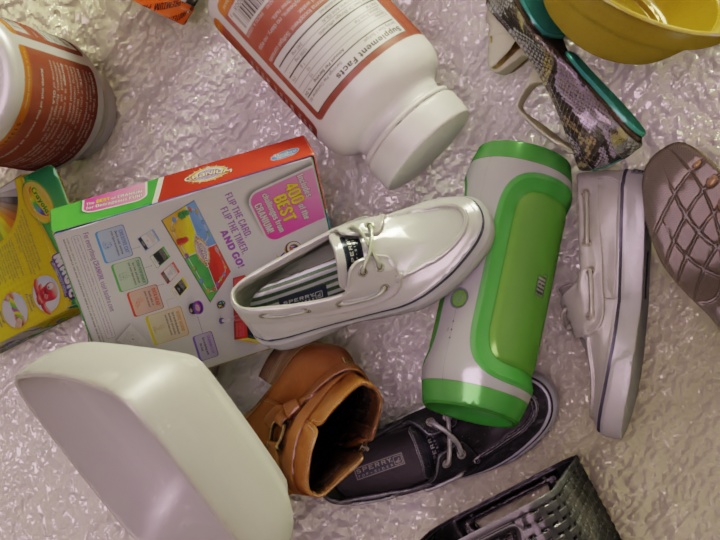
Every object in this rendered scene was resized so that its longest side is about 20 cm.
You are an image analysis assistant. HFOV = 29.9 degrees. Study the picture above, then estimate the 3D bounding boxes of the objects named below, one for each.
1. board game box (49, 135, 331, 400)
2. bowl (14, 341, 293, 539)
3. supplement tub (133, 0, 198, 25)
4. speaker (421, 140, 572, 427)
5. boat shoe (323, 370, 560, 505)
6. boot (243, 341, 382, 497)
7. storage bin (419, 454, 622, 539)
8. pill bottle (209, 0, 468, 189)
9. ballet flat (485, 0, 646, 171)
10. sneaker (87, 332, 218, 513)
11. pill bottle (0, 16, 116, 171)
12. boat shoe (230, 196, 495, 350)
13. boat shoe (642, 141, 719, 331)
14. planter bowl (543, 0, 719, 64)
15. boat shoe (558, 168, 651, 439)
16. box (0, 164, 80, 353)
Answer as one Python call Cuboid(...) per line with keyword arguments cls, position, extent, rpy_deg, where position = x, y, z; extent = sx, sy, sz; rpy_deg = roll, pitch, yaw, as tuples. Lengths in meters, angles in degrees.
Cuboid(cls="board game box", position=(-0.116, -0.001, 1.024), extent=(0.198, 0.040, 0.154), rpy_deg=(-17, 120, -7))
Cuboid(cls="bowl", position=(-0.140, 0.127, 0.965), extent=(0.075, 0.199, 0.201), rpy_deg=(-47, 117, -28))
Cuboid(cls="supplement tub", position=(-0.139, -0.306, 1.063), extent=(0.122, 0.122, 0.201), rpy_deg=(27, 97, 12))
Cuboid(cls="speaker", position=(0.102, 0.010, 1.002), extent=(0.088, 0.088, 0.202), rpy_deg=(10, 76, 14))
Cuboid(cls="boat shoe", position=(0.059, 0.133, 1.043), extent=(0.199, 0.068, 0.072), rpy_deg=(-21, 85, 14))
Cuboid(cls="boot", position=(-0.052, 0.152, 1.024), extent=(0.076, 0.155, 0.201), rpy_deg=(30, 87, -25))
Cuboid(cls="storage bin", position=(0.111, 0.213, 0.962), extent=(0.135, 0.200, 0.094), rpy_deg=(-29, 84, 12))
Cuboid(cls="pill bottle", position=(-0.014, -0.163, 1.031), extent=(0.112, 0.112, 0.200), rpy_deg=(-44, 81, 10))
Cuboid(cls="ballet flat", position=(0.134, -0.157, 1.016), extent=(0.072, 0.072, 0.201), rpy_deg=(-35, 71, 12))
Cuboid(cls="sneaker", position=(-0.153, 0.110, 1.093), extent=(0.099, 0.075, 0.202), rpy_deg=(-21, 85, 14))
Cuboid(cls="pill bottle", position=(-0.271, -0.135, 1.057), extent=(0.111, 0.200, 0.113), rpy_deg=(0, 90, 14))
Cuboid(cls="boat shoe", position=(0.000, 0.000, 0.967), extent=(0.199, 0.067, 0.074), rpy_deg=(-29, 59, 12))
Cuboid(cls="boat shoe", position=(0.269, -0.001, 0.988), extent=(0.074, 0.073, 0.201), rpy_deg=(-29, 89, 16))
Cuboid(cls="planter bowl", position=(0.193, -0.210, 0.977), extent=(0.200, 0.200, 0.084), rpy_deg=(38, 138, 11))
Cuboid(cls="boat shoe", position=(0.180, 0.023, 1.012), extent=(0.065, 0.072, 0.202), rpy_deg=(4, 90, 18))
Cuboid(cls="box", position=(-0.291, -0.001, 1.112), extent=(0.199, 0.048, 0.118), rpy_deg=(-23, 84, 35))
